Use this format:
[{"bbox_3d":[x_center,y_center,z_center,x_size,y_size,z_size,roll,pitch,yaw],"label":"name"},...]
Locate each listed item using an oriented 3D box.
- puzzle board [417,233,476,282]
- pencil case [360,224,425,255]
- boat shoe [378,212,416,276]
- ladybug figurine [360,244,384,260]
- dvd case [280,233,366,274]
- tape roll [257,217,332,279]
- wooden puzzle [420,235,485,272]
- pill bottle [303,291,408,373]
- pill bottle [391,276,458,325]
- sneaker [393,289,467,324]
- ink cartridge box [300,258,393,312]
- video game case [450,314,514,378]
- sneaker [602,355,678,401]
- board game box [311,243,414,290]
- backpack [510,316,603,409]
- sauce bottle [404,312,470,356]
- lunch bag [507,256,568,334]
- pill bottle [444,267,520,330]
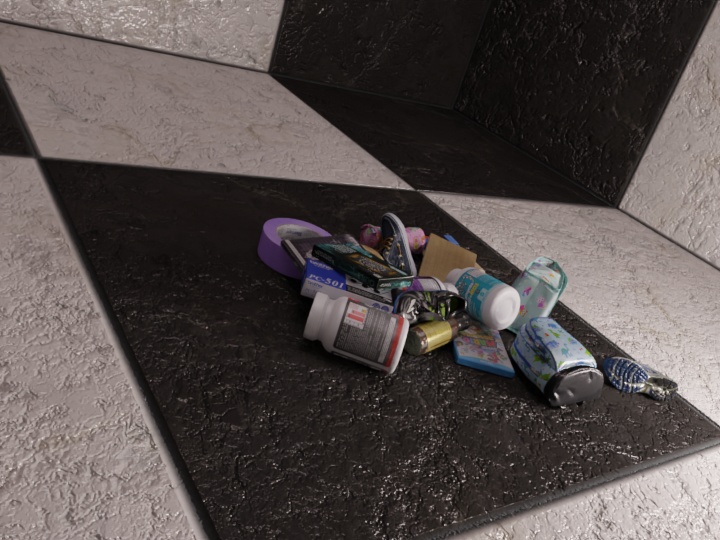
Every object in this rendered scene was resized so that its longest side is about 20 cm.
[{"bbox_3d":[0.242,-0.011,1.914,0.148,0.018,0.202,25,41,-2],"label":"puzzle board"},{"bbox_3d":[0.089,-0.086,1.926,0.196,0.089,0.087,1,30,-36],"label":"pencil case"},{"bbox_3d":[0.077,-0.058,1.792,0.089,0.071,0.204,-5,67,-39],"label":"boat shoe"},{"bbox_3d":[0.000,0.000,1.692,0.133,0.073,0.201,26,25,-1],"label":"ladybug figurine"},{"bbox_3d":[-0.070,-0.034,1.608,0.196,0.016,0.149,-6,38,-32],"label":"dvd case"},{"bbox_3d":[-0.153,-0.055,1.704,0.196,0.067,0.201,17,24,-8],"label":"tape roll"},{"bbox_3d":[0.254,-0.056,2.037,0.196,0.047,0.186,5,28,-30],"label":"wooden puzzle"},{"bbox_3d":[-0.010,0.121,1.387,0.196,0.118,0.116,20,24,-1],"label":"pill bottle"},{"bbox_3d":[0.133,0.070,1.607,0.196,0.114,0.111,1,30,-36],"label":"pill bottle"},{"bbox_3d":[0.152,0.077,1.502,0.196,0.073,0.082,-8,6,-35],"label":"sneaker"},{"bbox_3d":[-0.030,0.042,1.470,0.196,0.045,0.095,18,25,-12],"label":"ink cartridge box"},{"bbox_3d":[0.275,0.172,1.619,0.140,0.018,0.201,16,25,-10],"label":"video game case"},{"bbox_3d":[0.676,0.260,1.698,0.196,0.078,0.085,24,13,-9],"label":"sneaker"},{"bbox_3d":[0.005,-0.011,1.511,0.198,0.029,0.134,28,19,35],"label":"board game box"},{"bbox_3d":[0.431,0.200,1.560,0.159,0.158,0.199,-2,18,-26],"label":"backpack"},{"bbox_3d":[0.175,0.138,1.547,0.064,0.066,0.198,36,32,32],"label":"sauce bottle"},{"bbox_3d":[0.450,0.064,1.790,0.120,0.173,0.200,31,24,12],"label":"lunch bag"},{"bbox_3d":[0.298,0.062,1.731,0.109,0.114,0.199,2,18,-34],"label":"pill bottle"}]
